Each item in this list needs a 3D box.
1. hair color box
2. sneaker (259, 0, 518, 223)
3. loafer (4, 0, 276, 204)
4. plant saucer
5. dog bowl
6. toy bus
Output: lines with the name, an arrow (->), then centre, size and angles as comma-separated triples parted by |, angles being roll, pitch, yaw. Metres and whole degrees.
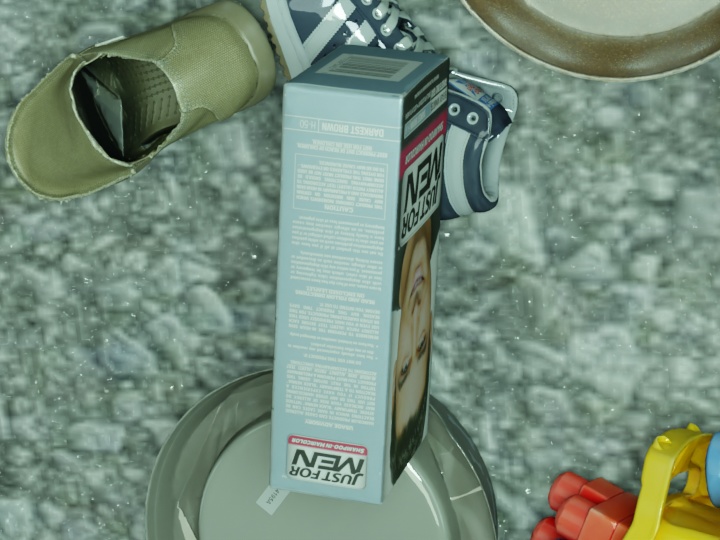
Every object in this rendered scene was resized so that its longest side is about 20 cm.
hair color box -> 0.000, 0.000, 0.988 | 0.060, 0.099, 0.201 | 8, 109, 14
sneaker -> 0.016, -0.114, 1.039 | 0.108, 0.070, 0.201 | -8, 106, 21
loafer -> -0.130, -0.086, 1.065 | 0.200, 0.067, 0.076 | -25, 91, 43
plant saucer -> 0.130, -0.195, 1.008 | 0.199, 0.032, 0.201 | 4, 104, 16
dog bowl -> -0.016, 0.141, 1.114 | 0.199, 0.059, 0.201 | 3, 103, 15
toy bus -> 0.181, 0.144, 1.031 | 0.192, 0.136, 0.201 | 31, 108, 24
